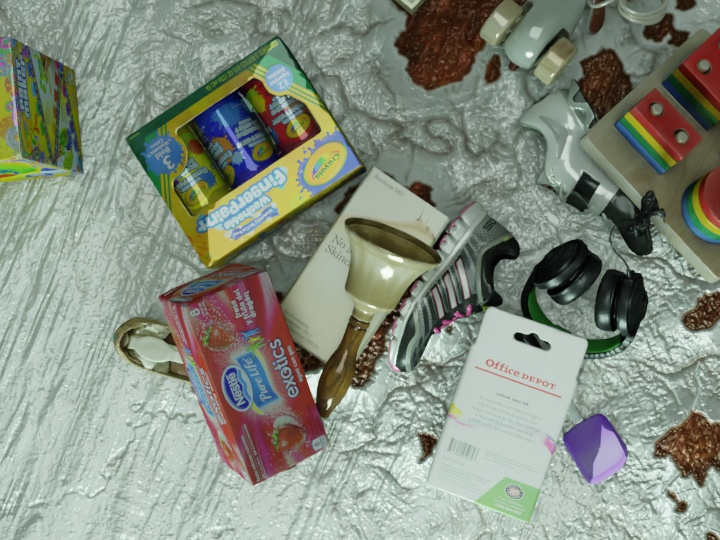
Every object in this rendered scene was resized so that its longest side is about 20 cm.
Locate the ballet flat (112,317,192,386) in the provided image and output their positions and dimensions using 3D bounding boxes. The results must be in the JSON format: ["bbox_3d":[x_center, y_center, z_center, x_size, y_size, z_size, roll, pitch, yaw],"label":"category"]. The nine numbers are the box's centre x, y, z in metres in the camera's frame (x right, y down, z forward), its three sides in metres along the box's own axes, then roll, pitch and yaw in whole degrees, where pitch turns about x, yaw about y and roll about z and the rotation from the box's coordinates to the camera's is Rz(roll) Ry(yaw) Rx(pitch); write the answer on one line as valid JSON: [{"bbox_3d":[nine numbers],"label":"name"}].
[{"bbox_3d":[-0.175,0.099,1.240,0.199,0.065,0.071,11,90,4],"label":"ballet flat"}]

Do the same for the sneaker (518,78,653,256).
[{"bbox_3d":[0.236,-0.093,1.210,0.088,0.074,0.200,-29,80,8],"label":"sneaker"}]

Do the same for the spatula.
[{"bbox_3d":[0.215,0.132,1.232,0.056,0.021,0.200,-33,87,5],"label":"spatula"}]

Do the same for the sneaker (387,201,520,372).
[{"bbox_3d":[0.102,0.029,1.214,0.087,0.074,0.200,31,87,10],"label":"sneaker"}]

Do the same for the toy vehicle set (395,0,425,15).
[{"bbox_3d":[0.075,-0.393,1.242,0.124,0.027,0.200,42,93,3],"label":"toy vehicle set"}]

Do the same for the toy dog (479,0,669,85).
[{"bbox_3d":[0.212,-0.274,1.213,0.200,0.096,0.132,-29,85,-11],"label":"toy dog"}]

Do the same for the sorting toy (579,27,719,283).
[{"bbox_3d":[0.363,-0.128,1.161,0.200,0.070,0.199,-41,87,-21],"label":"sorting toy"}]

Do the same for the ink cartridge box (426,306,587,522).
[{"bbox_3d":[0.155,0.144,1.200,0.117,0.067,0.201,20,98,9],"label":"ink cartridge box"}]

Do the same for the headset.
[{"bbox_3d":[0.243,0.007,1.169,0.123,0.200,0.094,30,50,5],"label":"headset"}]

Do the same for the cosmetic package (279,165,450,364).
[{"bbox_3d":[0.000,0.000,1.224,0.103,0.073,0.200,33,93,3],"label":"cosmetic package"}]

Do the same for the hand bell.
[{"bbox_3d":[-0.002,0.059,1.159,0.104,0.104,0.200,23,105,4],"label":"hand bell"}]

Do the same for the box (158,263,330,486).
[{"bbox_3d":[-0.118,0.103,1.168,0.095,0.100,0.201,-24,105,-21],"label":"box"}]

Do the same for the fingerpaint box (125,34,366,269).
[{"bbox_3d":[-0.121,-0.124,1.232,0.200,0.073,0.167,-33,87,4],"label":"fingerpaint box"}]

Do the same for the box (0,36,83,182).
[{"bbox_3d":[-0.419,-0.157,1.196,0.199,0.193,0.122,-5,89,5],"label":"box"}]
